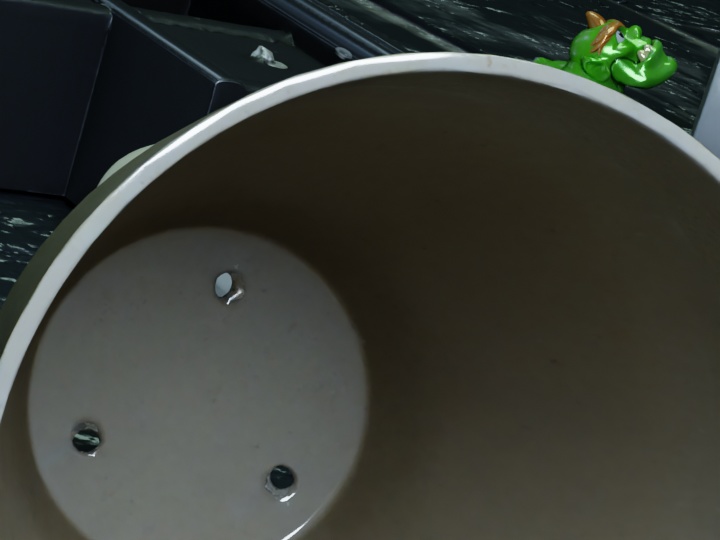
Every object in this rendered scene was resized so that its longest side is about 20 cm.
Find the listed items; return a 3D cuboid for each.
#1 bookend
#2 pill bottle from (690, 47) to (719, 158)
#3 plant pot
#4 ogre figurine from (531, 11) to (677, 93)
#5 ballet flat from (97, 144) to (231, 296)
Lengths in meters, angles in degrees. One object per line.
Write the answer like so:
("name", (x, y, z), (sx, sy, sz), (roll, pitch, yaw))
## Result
("bookend", (-0.101, -0.069, 1.095), (0.200, 0.092, 0.199), (6, 19, -34))
("pill bottle", (0.266, -0.060, 1.443), (0.200, 0.114, 0.114), (18, 15, 4))
("plant pot", (-0.013, 0.043, 0.668), (0.187, 0.187, 0.200), (13, 1, -17))
("ogre figurine", (0.117, -0.043, 1.263), (0.120, 0.098, 0.200), (34, 29, -6))
("ballet flat", (0.000, 0.000, 0.991), (0.200, 0.070, 0.069), (18, 15, 7))
